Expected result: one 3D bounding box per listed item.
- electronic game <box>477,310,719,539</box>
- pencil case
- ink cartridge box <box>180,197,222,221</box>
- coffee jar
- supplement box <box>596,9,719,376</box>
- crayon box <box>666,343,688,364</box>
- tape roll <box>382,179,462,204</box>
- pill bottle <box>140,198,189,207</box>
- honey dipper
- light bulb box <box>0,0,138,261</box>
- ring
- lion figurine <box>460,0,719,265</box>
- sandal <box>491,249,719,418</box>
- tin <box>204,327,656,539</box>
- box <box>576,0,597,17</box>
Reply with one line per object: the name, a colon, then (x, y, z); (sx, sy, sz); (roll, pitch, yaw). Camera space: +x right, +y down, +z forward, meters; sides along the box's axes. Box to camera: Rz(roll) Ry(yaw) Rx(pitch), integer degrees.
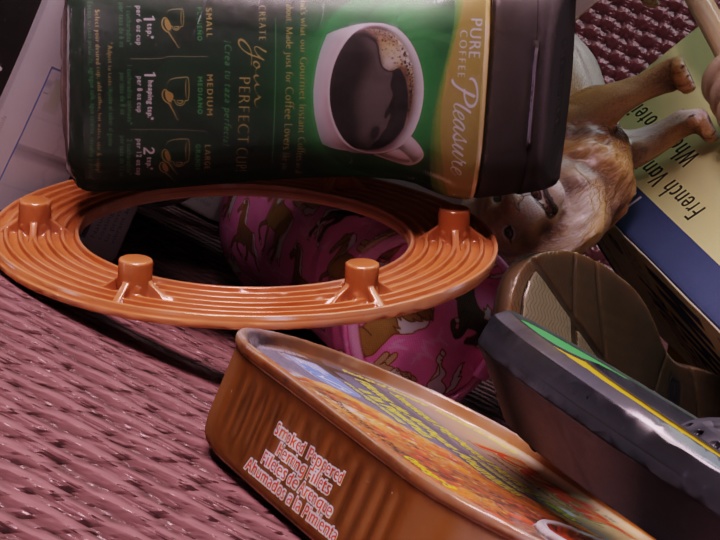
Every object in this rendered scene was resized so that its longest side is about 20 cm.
electronic game: (0.120, 0.069, 0.628); (0.199, 0.042, 0.200); (31, 3, -2)
pencil case: (0.000, 0.000, 1.001); (0.086, 0.083, 0.200); (-6, 15, -18)
ink cartridge box: (-0.076, -0.137, 1.431); (0.117, 0.201, 0.067); (26, 5, 36)
coffee jar: (-0.016, -0.082, 0.870); (0.199, 0.105, 0.085); (2, 22, -4)
supplement box: (0.232, -0.029, 1.039); (0.134, 0.199, 0.200); (52, -1, -40)
crayon box: (0.246, 0.058, 1.151); (0.199, 0.051, 0.127); (-5, 30, -21)
tape roll: (-0.024, -0.092, 1.275); (0.202, 0.071, 0.203); (44, -26, 28)
pill bottle: (-0.138, -0.091, 1.165); (0.108, 0.109, 0.200); (24, 4, 13)
honey dipper: (0.158, -0.125, 1.038); (0.038, 0.038, 0.201); (20, 34, -33)
light bulb box: (-0.206, -0.110, 0.945); (0.198, 0.125, 0.200); (27, 5, 34)
ring: (-0.045, -0.018, 0.867); (0.199, 0.019, 0.201); (2, 17, -1)
lion figurine: (0.086, -0.090, 1.027); (0.073, 0.122, 0.201); (53, 18, -50)
sandal: (0.105, 0.054, 0.955); (0.054, 0.082, 0.200); (-1, -19, 36)
tin: (0.028, 0.068, 0.631); (0.111, 0.042, 0.200); (16, 8, -31)
box: (0.017, -0.193, 0.926); (0.198, 0.131, 0.200); (25, -37, -24)
